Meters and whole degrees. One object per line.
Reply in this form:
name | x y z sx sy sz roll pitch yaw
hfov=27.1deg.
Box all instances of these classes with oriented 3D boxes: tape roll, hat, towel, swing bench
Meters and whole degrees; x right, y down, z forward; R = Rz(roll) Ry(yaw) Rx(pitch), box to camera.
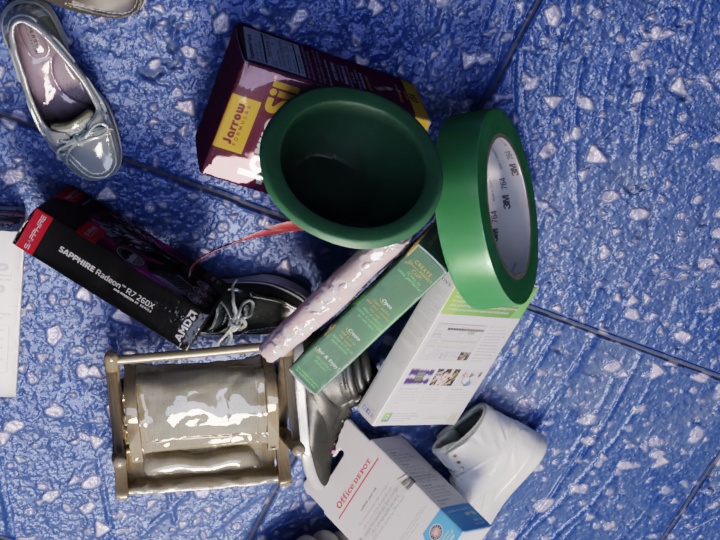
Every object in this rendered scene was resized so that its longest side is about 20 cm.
tape roll | 0.129 -0.062 1.511 0.048 0.201 0.201 -6 123 22
hat | -0.038 -0.068 1.450 0.200 0.166 0.176 19 153 -6
towel | 0.000 0.000 1.517 0.032 0.191 0.200 47 119 1
swing bench | -0.170 0.163 1.608 0.199 0.130 0.200 -4 162 -9

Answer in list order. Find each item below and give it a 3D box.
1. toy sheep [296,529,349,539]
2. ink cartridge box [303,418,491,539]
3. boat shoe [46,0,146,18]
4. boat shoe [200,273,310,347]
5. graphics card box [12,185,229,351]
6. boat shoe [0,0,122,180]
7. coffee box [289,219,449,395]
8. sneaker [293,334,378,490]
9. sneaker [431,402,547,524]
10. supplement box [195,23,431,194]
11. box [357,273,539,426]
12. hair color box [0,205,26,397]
toy sheep | -0.032 0.372 1.766 0.200 0.138 0.138 -6 121 -24
ink cartridge box | 0.040 0.271 1.718 0.067 0.200 0.116 1 127 -54
boat shoe | -0.293 -0.285 1.393 0.201 0.061 0.072 23 112 -21
boat shoe | -0.145 0.042 1.595 0.199 0.068 0.074 12 116 -16
graphics card box | -0.234 -0.005 1.487 0.200 0.125 0.051 33 103 -3
boat shoe | -0.292 -0.169 1.455 0.074 0.065 0.202 -19 120 1
coffee box | 0.021 0.033 1.533 0.044 0.123 0.200 45 114 -1
sneaker | -0.022 0.160 1.679 0.099 0.071 0.200 -5 115 -2
sneaker | 0.115 0.245 1.756 0.116 0.074 0.200 33 99 -22
supplement box | -0.049 -0.143 1.490 0.200 0.103 0.131 16 116 -17
box | 0.097 0.085 1.645 0.144 0.036 0.200 6 122 -47
hair color box | -0.402 0.032 1.549 0.099 0.061 0.200 3 118 -12
